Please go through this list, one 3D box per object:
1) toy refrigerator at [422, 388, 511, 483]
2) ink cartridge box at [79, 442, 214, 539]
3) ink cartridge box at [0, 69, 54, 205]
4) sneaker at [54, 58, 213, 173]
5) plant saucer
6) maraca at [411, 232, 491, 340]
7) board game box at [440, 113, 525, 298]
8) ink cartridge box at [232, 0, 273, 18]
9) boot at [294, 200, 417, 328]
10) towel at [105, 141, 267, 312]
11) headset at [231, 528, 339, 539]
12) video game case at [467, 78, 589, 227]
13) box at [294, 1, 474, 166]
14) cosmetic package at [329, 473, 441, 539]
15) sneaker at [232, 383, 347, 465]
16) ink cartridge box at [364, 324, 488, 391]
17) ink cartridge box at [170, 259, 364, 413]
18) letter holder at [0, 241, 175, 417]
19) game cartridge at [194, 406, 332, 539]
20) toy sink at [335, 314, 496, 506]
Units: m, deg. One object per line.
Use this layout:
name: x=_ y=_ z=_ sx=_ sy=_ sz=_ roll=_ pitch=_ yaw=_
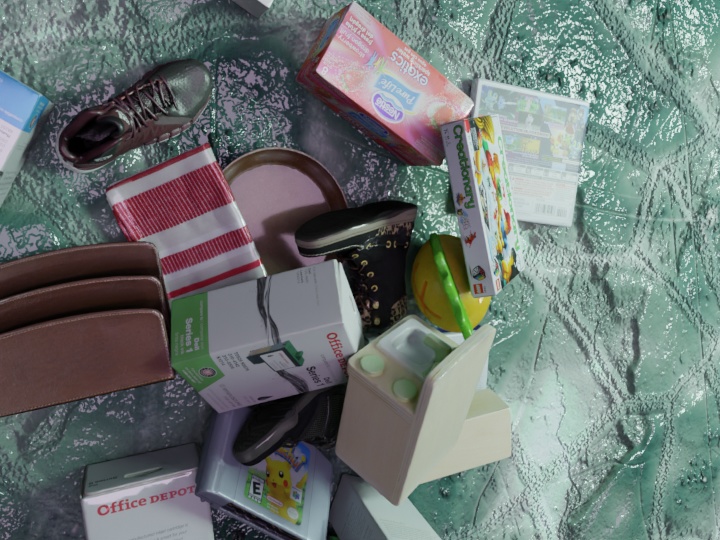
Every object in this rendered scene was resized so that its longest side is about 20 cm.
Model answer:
toy refrigerator: x=0.104 y=0.229 z=0.886 sx=0.194 sy=0.070 sz=0.078 roll=-11 pitch=108 yaw=-16
ink cartridge box: x=-0.254 y=0.334 z=0.796 sx=0.141 sy=0.087 sz=0.207 roll=-8 pitch=102 yaw=-21
ink cartridge box: x=-0.394 y=-0.102 z=0.660 sx=0.066 sy=0.115 sz=0.204 roll=28 pitch=87 yaw=-22
sneaker: x=-0.241 y=-0.168 z=0.709 sx=0.198 sy=0.115 sz=0.077 roll=-37 pitch=109 yaw=-12
plant saucer: x=-0.107 y=-0.051 z=0.823 sx=0.194 sy=0.034 sz=0.207 roll=-4 pitch=100 yaw=-20
maraca: x=0.118 y=0.020 z=0.839 sx=0.105 sy=0.200 sz=0.140 roll=-24 pitch=96 yaw=10
board game box: x=0.153 y=-0.083 z=0.794 sx=0.125 sy=0.034 sz=0.206 roll=-27 pitch=107 yaw=-57
ink cartridge box: x=-0.114 y=-0.418 z=0.746 sx=0.115 sy=0.067 sz=0.204 roll=27 pitch=88 yaw=-22
boot: x=0.000 y=0.000 z=0.822 sx=0.198 sy=0.072 sz=0.155 roll=-22 pitch=119 yaw=-47
towel: x=-0.197 y=-0.028 z=0.764 sx=0.140 sy=0.023 sz=0.205 roll=-19 pitch=107 yaw=10
headset: x=-0.072 y=0.378 z=0.856 sx=0.194 sy=0.123 sz=0.097 roll=0 pitch=96 yaw=-13
video game case: x=0.237 y=-0.166 z=0.945 sx=0.194 sy=0.023 sz=0.188 roll=5 pitch=96 yaw=-21
box: x=0.030 y=-0.224 z=0.813 sx=0.197 sy=0.102 sz=0.096 roll=32 pitch=86 yaw=-23
cosmetic package: x=0.037 y=0.351 z=0.849 sx=0.099 sy=0.199 sz=0.076 roll=21 pitch=91 yaw=-21
sneaker: x=-0.070 y=0.201 z=0.820 sx=0.199 sy=0.075 sz=0.117 roll=-37 pitch=111 yaw=-47
ink cartridge box: x=0.090 y=0.186 z=0.930 sx=0.194 sy=0.040 sz=0.207 roll=-1 pitch=100 yaw=-20
ink cartridge box: x=-0.099 y=0.080 z=0.749 sx=0.194 sy=0.086 sz=0.147 roll=-14 pitch=146 yaw=5
letter holder: x=-0.311 y=0.055 z=0.707 sx=0.194 sy=0.101 sz=0.147 roll=-11 pitch=106 yaw=-12
game cartridge: x=-0.112 y=0.258 z=0.819 sx=0.040 sy=0.135 sz=0.199 roll=-34 pitch=123 yaw=28
toy sink: x=0.056 y=0.138 z=0.746 sx=0.129 sy=0.111 sz=0.204 roll=-31 pitch=143 yaw=-42
